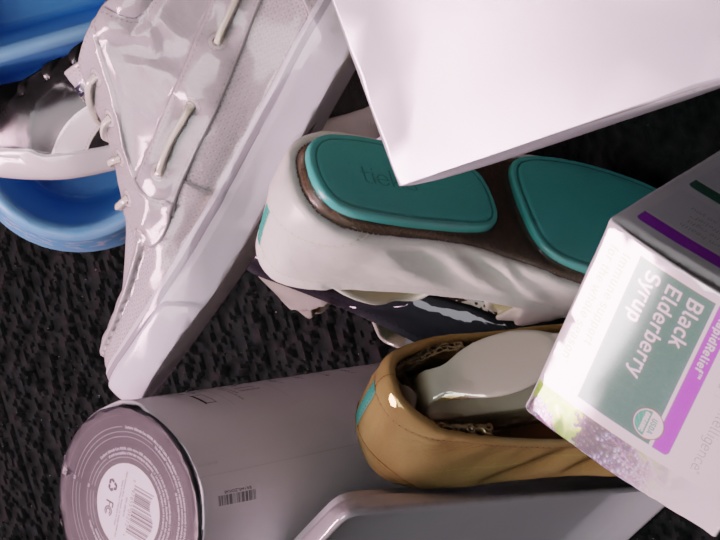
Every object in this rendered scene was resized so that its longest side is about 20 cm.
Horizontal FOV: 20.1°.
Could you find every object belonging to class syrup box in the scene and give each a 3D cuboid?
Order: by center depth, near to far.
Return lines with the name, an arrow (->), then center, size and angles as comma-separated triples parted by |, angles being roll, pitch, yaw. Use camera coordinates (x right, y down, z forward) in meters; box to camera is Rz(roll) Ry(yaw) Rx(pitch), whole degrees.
syrup box -> 0.145, 0.005, 0.704 | 0.081, 0.200, 0.079 | 33, 123, 21

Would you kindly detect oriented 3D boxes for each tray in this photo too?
tray -> 0.035, 0.114, 0.828 | 0.107, 0.199, 0.022 | -50, 55, 34

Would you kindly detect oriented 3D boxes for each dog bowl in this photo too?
dog bowl -> -0.141, -0.104, 0.925 | 0.111, 0.050, 0.201 | -15, 99, -2

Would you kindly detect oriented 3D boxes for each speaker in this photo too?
speaker -> -0.025, 0.083, 0.846 | 0.081, 0.200, 0.082 | 4, 96, 39

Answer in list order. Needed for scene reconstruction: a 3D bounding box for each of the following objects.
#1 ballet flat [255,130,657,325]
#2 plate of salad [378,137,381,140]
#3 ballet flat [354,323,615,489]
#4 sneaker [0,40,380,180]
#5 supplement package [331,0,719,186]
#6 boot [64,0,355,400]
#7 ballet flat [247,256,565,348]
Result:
ballet flat -> 0.047, -0.010, 0.791 | 0.069, 0.199, 0.070 | -22, 64, 57
plate of salad -> -0.014, -0.142, 0.862 | 0.199, 0.048, 0.201 | 23, 129, 32
ballet flat -> 0.098, 0.045, 0.770 | 0.063, 0.199, 0.069 | 92, 167, -57
sneaker -> -0.089, -0.103, 0.845 | 0.199, 0.073, 0.112 | -4, 111, 15
supplement package -> 0.087, -0.155, 0.692 | 0.147, 0.200, 0.192 | -17, 95, 37
boot -> -0.074, -0.049, 0.792 | 0.095, 0.074, 0.200 | 31, 108, 3
ballet flat -> 0.000, 0.000, 0.889 | 0.199, 0.073, 0.073 | 22, 117, 19
